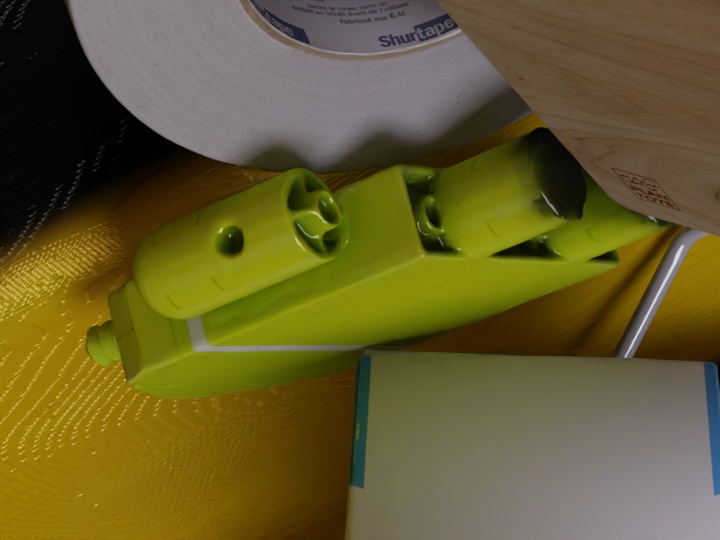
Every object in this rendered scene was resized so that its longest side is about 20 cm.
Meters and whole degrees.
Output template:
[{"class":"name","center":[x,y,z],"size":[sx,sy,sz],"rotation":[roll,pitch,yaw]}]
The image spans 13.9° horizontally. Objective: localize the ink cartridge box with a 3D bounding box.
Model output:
[{"class":"ink cartridge box","center":[0.058,0.145,1.013],"size":[0.125,0.129,0.200],"rotation":[1,129,2]}]

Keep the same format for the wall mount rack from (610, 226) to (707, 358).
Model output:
[{"class":"wall mount rack","center":[0.173,0.015,1.095],"size":[0.200,0.075,0.174],"rotation":[12,153,-33]}]

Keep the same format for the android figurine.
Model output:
[{"class":"android figurine","center":[0.000,0.000,0.972],"size":[0.200,0.041,0.182],"rotation":[-21,168,34]}]

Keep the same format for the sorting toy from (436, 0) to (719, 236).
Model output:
[{"class":"sorting toy","center":[0.114,-0.074,0.786],"size":[0.199,0.200,0.070],"rotation":[44,72,-44]}]

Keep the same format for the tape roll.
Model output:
[{"class":"tape roll","center":[0.003,-0.122,0.871],"size":[0.200,0.066,0.200],"rotation":[-13,139,-12]}]
